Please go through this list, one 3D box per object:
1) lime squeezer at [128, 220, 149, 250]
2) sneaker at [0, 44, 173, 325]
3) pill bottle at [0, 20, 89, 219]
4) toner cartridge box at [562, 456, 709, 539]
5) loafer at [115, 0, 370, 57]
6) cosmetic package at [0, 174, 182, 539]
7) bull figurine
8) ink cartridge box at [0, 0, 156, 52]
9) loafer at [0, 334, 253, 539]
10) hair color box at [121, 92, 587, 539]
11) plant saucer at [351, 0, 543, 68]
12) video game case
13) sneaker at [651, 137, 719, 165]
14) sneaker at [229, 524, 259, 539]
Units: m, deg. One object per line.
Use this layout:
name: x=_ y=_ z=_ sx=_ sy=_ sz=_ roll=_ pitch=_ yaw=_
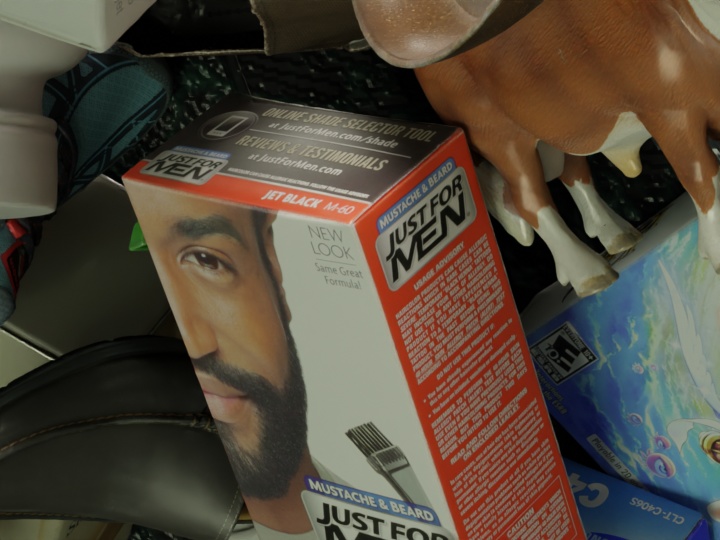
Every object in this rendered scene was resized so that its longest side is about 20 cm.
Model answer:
lime squeezer: x=0.000 y=0.000 z=0.960 sx=0.200 sy=0.071 sz=0.038 roll=31 pitch=129 yaw=-34
sneaker: x=-0.142 y=-0.014 z=0.948 sx=0.096 sy=0.200 sz=0.079 roll=41 pitch=162 yaw=39
pill bottle: x=-0.148 y=-0.119 z=0.861 sx=0.119 sy=0.119 sz=0.201 roll=-3 pitch=88 yaw=34
toner cartridge box: x=0.097 y=0.159 z=0.998 sx=0.095 sy=0.043 sz=0.200 roll=19 pitch=142 yaw=33
loafer: x=-0.012 y=-0.102 z=0.880 sx=0.200 sy=0.071 sz=0.073 roll=-9 pitch=118 yaw=36
cosmetic package: x=-0.131 y=0.067 z=1.065 sx=0.071 sy=0.105 sz=0.200 roll=29 pitch=135 yaw=8
bull figurine: x=0.087 y=-0.060 z=0.772 sx=0.200 sy=0.065 sz=0.122 roll=-7 pitch=111 yaw=63
ink cartridge box: x=-0.063 y=-0.183 z=0.762 sx=0.087 sy=0.200 sz=0.146 roll=20 pitch=131 yaw=14
loafer: x=-0.063 y=0.069 z=0.954 sx=0.072 sy=0.200 sz=0.073 roll=59 pitch=142 yaw=31
hair color box: x=0.003 y=0.043 z=0.877 sx=0.111 sy=0.064 sz=0.200 roll=12 pitch=131 yaw=42
plant saucer: x=0.047 y=-0.155 z=0.743 sx=0.032 sy=0.201 sz=0.200 roll=10 pitch=138 yaw=-20
video game case: x=0.176 y=0.053 z=0.898 sx=0.200 sy=0.045 sz=0.181 roll=46 pitch=134 yaw=-6
sneaker: x=0.154 y=-0.083 z=0.797 sx=0.070 sy=0.082 sz=0.200 roll=62 pitch=156 yaw=-5
sneaker: x=0.015 y=0.181 z=1.080 sx=0.099 sy=0.078 sz=0.200 roll=-12 pitch=117 yaw=34
